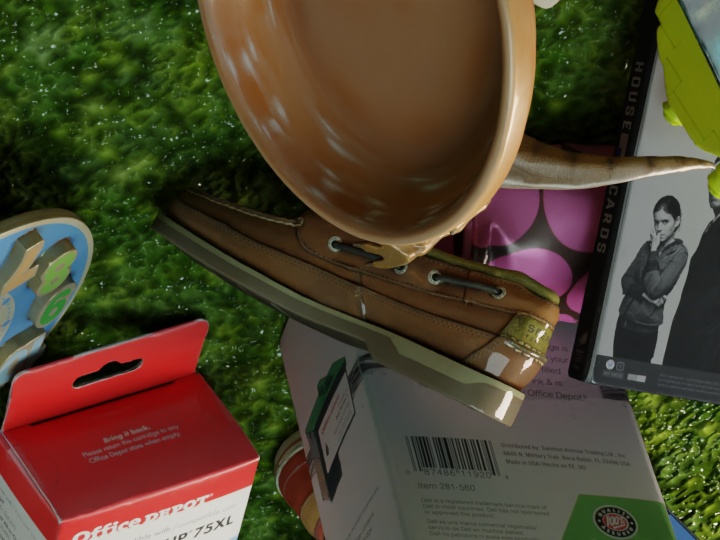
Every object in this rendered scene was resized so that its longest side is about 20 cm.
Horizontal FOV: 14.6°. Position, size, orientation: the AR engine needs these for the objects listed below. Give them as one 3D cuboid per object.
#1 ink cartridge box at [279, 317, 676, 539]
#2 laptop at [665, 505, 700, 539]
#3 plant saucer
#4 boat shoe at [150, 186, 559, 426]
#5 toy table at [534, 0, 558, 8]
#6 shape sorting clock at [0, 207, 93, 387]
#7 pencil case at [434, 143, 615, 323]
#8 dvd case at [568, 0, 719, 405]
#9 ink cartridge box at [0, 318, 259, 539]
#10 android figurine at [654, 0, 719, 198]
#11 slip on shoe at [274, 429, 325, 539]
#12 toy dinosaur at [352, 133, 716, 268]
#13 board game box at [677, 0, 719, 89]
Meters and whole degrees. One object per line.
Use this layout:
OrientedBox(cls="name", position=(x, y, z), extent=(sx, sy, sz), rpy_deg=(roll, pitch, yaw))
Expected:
OrientedBox(cls="ink cartridge box", position=(0.055, 0.088, 1.349), extent=(0.146, 0.200, 0.084), rpy_deg=(6, 135, -23))
OrientedBox(cls="laptop", position=(0.098, 0.206, 1.503), extent=(0.187, 0.116, 0.200), rpy_deg=(-32, 167, 38))
OrientedBox(cls="plant saucer", position=(0.005, -0.111, 1.146), extent=(0.037, 0.200, 0.200), rpy_deg=(-21, 144, -35))
OrientedBox(cls="boat shoe", position=(0.000, 0.000, 1.287), extent=(0.068, 0.200, 0.072), rpy_deg=(-63, 161, -1))
OrientedBox(cls="toy table", position=(0.110, -0.203, 1.130), extent=(0.183, 0.117, 0.200), rpy_deg=(12, 128, -28))
OrientedBox(cls="shape sorting clock", position=(-0.198, 0.047, 1.268), extent=(0.200, 0.039, 0.200), rpy_deg=(-40, 170, -9))
OrientedBox(cls="pencil case", position=(0.122, -0.011, 1.354), extent=(0.199, 0.091, 0.094), rpy_deg=(6, 133, -20))
OrientedBox(cls="dvd case", position=(0.183, -0.036, 1.311), extent=(0.150, 0.025, 0.201), rpy_deg=(10, 93, -27))
OrientedBox(cls="ink cartridge box", position=(-0.124, 0.126, 1.402), extent=(0.116, 0.067, 0.200), rpy_deg=(-17, 141, -31))
OrientedBox(cls="android figurine", position=(0.200, -0.117, 1.200), extent=(0.041, 0.182, 0.200), rpy_deg=(9, 130, -41))
OrientedBox(cls="slip on shoe", position=(0.053, 0.120, 1.481), extent=(0.199, 0.061, 0.074), rpy_deg=(4, 131, -23))
OrientedBox(cls="toy dinosaur", position=(0.048, -0.051, 1.234), extent=(0.199, 0.106, 0.060), rpy_deg=(17, 147, 13))
OrientedBox(cls="board game box", position=(0.214, -0.145, 1.087), extent=(0.200, 0.028, 0.135), rpy_deg=(-27, 115, 6))
